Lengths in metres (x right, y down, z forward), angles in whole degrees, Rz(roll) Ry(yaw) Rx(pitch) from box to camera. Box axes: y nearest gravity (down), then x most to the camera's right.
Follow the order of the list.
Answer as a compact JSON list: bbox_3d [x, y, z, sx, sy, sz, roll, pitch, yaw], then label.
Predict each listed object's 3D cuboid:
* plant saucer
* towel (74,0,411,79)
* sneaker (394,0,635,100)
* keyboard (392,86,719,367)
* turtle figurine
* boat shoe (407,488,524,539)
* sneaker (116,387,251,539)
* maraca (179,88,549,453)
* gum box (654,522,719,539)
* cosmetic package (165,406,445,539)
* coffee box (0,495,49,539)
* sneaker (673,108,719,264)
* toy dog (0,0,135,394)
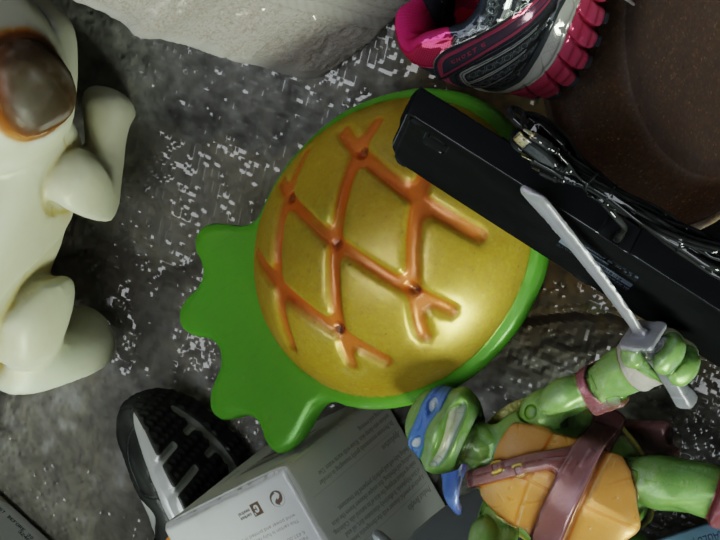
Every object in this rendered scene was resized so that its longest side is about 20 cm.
[{"bbox_3d":[0.141,-0.112,1.020,0.200,0.036,0.202,-13,75,58],"label":"plant saucer"},{"bbox_3d":[-0.033,-0.140,1.061,0.132,0.199,0.035,-33,63,31],"label":"towel"},{"bbox_3d":[0.079,-0.161,1.026,0.081,0.074,0.201,51,128,51],"label":"sneaker"},{"bbox_3d":[0.103,-0.015,1.003,0.199,0.127,0.021,32,77,1],"label":"keyboard"},{"bbox_3d":[0.105,0.102,1.030,0.193,0.145,0.200,24,153,3],"label":"turtle figurine"},{"bbox_3d":[0.041,0.163,1.120,0.068,0.200,0.057,1,119,31],"label":"boat shoe"},{"bbox_3d":[-0.074,0.155,1.245,0.080,0.074,0.201,-26,94,33],"label":"sneaker"},{"bbox_3d":[0.000,0.000,1.131,0.199,0.107,0.138,-30,68,28],"label":"maraca"},{"bbox_3d":[0.190,0.206,1.097,0.169,0.044,0.202,-21,73,28],"label":"gum box"},{"bbox_3d":[0.008,0.174,1.190,0.084,0.107,0.201,-27,92,32],"label":"cosmetic package"},{"bbox_3d":[-0.222,0.231,1.339,0.113,0.080,0.201,40,120,9],"label":"coffee box"},{"bbox_3d":[0.190,-0.045,1.010,0.075,0.116,0.201,20,119,-16],"label":"sneaker"},{"bbox_3d":[-0.193,-0.050,1.173,0.139,0.193,0.201,34,126,26],"label":"toy dog"}]
